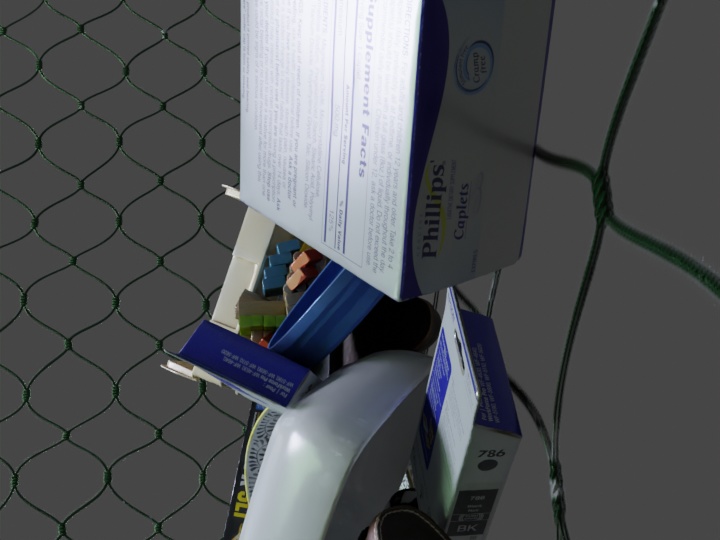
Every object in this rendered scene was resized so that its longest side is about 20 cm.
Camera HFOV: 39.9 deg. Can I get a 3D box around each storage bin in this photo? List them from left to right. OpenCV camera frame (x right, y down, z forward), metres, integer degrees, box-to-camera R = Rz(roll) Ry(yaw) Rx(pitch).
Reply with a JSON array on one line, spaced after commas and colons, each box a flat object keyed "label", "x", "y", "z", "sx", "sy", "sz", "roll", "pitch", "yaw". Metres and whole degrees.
[{"label": "storage bin", "x": -0.113, "y": 0.028, "z": 1.092, "sx": 0.202, "sy": 0.093, "sz": 0.198, "roll": -71, "pitch": -19, "yaw": -1}]

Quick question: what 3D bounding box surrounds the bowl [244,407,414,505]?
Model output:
[{"label": "bowl", "x": -0.006, "y": 0.202, "z": 0.945, "sx": 0.094, "sy": 0.199, "sz": 0.203, "roll": -11, "pitch": -77, "yaw": -53}]

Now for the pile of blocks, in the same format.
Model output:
[{"label": "pile of blocks", "x": -0.074, "y": 0.018, "z": 0.950, "sx": 0.062, "sy": 0.081, "sz": 0.201, "roll": 101, "pitch": -168, "yaw": -67}]

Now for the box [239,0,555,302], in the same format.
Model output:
[{"label": "box", "x": 0.012, "y": -0.109, "z": 0.637, "sx": 0.200, "sy": 0.104, "sz": 0.186, "roll": 33, "pitch": 128, "yaw": 47}]

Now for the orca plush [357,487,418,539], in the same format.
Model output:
[{"label": "orca plush", "x": 0.051, "y": 0.227, "z": 0.737, "sx": 0.071, "sy": 0.105, "sz": 0.200, "roll": -43, "pitch": 7, "yaw": 24}]

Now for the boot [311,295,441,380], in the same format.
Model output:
[{"label": "boot", "x": 0.035, "y": 0.072, "z": 0.894, "sx": 0.200, "sy": 0.096, "sz": 0.075, "roll": -26, "pitch": 54, "yaw": 54}]

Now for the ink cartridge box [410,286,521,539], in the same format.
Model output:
[{"label": "ink cartridge box", "x": 0.070, "y": 0.108, "z": 0.672, "sx": 0.201, "sy": 0.039, "sz": 0.100, "roll": 96, "pitch": 170, "yaw": -45}]

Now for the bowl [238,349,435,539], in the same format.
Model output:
[{"label": "bowl", "x": -0.021, "y": 0.159, "z": 0.763, "sx": 0.199, "sy": 0.074, "sz": 0.202, "roll": -32, "pitch": -37, "yaw": -60}]

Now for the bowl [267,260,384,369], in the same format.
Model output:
[{"label": "bowl", "x": 0.000, "y": 0.000, "z": 0.829, "sx": 0.201, "sy": 0.039, "sz": 0.201, "roll": -50, "pitch": 5, "yaw": 6}]

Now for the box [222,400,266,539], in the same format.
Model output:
[{"label": "box", "x": -0.091, "y": 0.232, "z": 1.067, "sx": 0.160, "sy": 0.049, "sz": 0.202, "roll": 61, "pitch": -143, "yaw": -66}]

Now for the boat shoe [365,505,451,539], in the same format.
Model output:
[{"label": "boat shoe", "x": 0.063, "y": 0.219, "z": 0.595, "sx": 0.200, "sy": 0.070, "sz": 0.071, "roll": 55, "pitch": 150, "yaw": 38}]

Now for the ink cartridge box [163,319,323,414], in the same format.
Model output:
[{"label": "ink cartridge box", "x": -0.075, "y": 0.088, "z": 0.796, "sx": 0.039, "sy": 0.099, "sz": 0.200, "roll": -64, "pitch": -15, "yaw": -10}]
